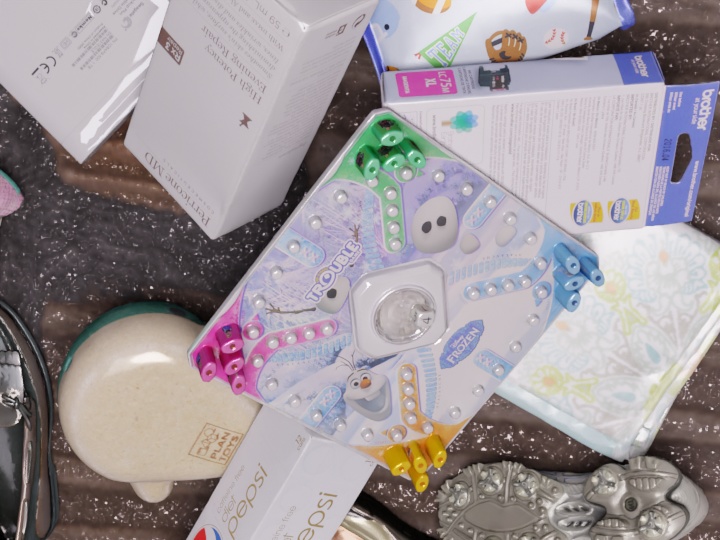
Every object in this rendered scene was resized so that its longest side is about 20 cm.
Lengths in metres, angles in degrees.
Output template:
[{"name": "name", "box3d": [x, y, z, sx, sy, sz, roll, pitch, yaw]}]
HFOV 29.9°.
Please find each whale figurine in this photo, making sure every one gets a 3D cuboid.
[{"name": "whale figurine", "box3d": [-0.120, 0.094, 0.978, 0.200, 0.104, 0.159, 22, 109, -24]}]

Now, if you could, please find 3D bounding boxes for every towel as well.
[{"name": "towel", "box3d": [0.149, 0.020, 0.937, 0.200, 0.048, 0.171, 30, 104, -1]}]

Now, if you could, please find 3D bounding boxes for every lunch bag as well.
[{"name": "lunch bag", "box3d": [0.064, -0.221, 0.843, 0.170, 0.124, 0.200, -17, 98, 11]}]

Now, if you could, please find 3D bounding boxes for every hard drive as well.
[{"name": "hard drive", "box3d": [-0.214, -0.189, 0.905, 0.132, 0.027, 0.200, -43, 96, 15]}]

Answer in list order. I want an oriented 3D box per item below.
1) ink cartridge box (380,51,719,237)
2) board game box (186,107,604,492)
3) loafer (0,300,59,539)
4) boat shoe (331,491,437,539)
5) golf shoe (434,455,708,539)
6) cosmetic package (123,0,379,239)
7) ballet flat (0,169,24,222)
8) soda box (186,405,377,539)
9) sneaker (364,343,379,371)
[{"name": "ink cartridge box", "box3d": [0.114, -0.074, 0.841, 0.199, 0.042, 0.120, -3, 134, 0]}, {"name": "board game box", "box3d": [0.027, 0.028, 0.844, 0.200, 0.026, 0.200, 31, 105, -30]}, {"name": "loafer", "box3d": [-0.268, 0.121, 1.009, 0.072, 0.063, 0.201, -6, 104, 9]}, {"name": "boat shoe", "box3d": [0.036, 0.231, 0.989, 0.200, 0.076, 0.074, 32, 92, 7]}, {"name": "golf shoe", "box3d": [0.152, 0.176, 0.964, 0.200, 0.097, 0.079, -7, 74, 35]}, {"name": "cosmetic package", "box3d": [-0.075, -0.123, 0.855, 0.102, 0.074, 0.200, 46, 138, 15]}, {"name": "ballet flat", "box3d": [-0.318, 0.001, 0.988, 0.071, 0.069, 0.200, 38, 107, -24]}, {"name": "soda box", "box3d": [-0.069, 0.183, 0.951, 0.068, 0.064, 0.200, 17, 110, -38]}, {"name": "sneaker", "box3d": [0.000, 0.000, 0.914, 0.075, 0.115, 0.200, 16, 106, 2]}]
